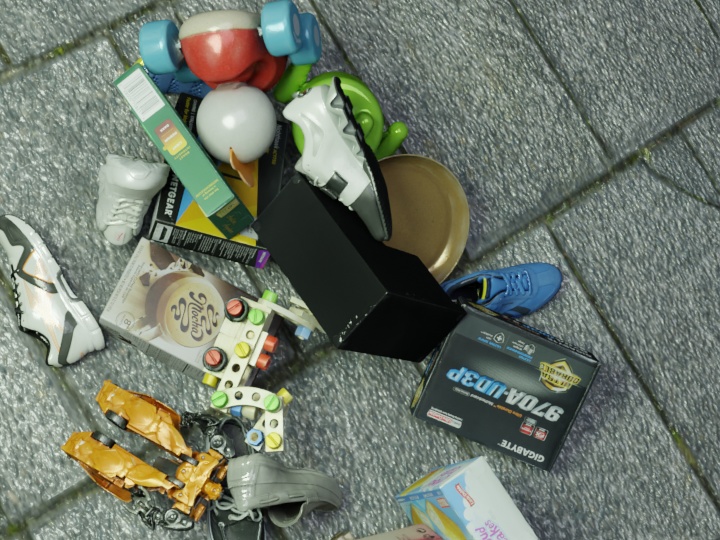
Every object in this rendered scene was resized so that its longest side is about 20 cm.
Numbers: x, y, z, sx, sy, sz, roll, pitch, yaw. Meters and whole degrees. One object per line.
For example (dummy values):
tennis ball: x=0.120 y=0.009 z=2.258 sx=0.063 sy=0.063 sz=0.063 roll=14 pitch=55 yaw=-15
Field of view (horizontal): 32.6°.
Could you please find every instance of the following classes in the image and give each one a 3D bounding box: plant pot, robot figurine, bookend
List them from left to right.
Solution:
robot figurine: x=-0.239 y=0.216 z=1.433 sx=0.198 sy=0.058 sz=0.146 roll=27 pitch=71 yaw=17
robot figurine: x=-0.031 y=-0.189 z=1.557 sx=0.174 sy=0.200 sz=0.116 roll=31 pitch=100 yaw=-9
bookend: x=0.000 y=0.000 z=1.488 sx=0.092 sy=0.198 sz=0.201 roll=-46 pitch=62 yaw=17
plant pot: x=0.045 y=-0.054 z=1.578 sx=0.197 sy=0.027 sz=0.203 roll=-8 pitch=114 yaw=-19

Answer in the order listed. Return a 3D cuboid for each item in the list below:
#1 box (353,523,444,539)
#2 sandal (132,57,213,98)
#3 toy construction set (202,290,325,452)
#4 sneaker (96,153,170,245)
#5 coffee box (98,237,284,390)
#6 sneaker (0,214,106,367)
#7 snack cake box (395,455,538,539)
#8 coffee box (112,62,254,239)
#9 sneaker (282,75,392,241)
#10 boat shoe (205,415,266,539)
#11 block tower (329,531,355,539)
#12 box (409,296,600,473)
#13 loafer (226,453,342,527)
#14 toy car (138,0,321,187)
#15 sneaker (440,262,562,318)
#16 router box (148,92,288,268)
box: x=0.016 y=0.388 z=1.418 sx=0.198 sy=0.109 sz=0.130 roll=-5 pitch=111 yaw=-32
sandal: x=-0.202 y=-0.253 z=1.584 sx=0.198 sy=0.079 sz=0.088 roll=-17 pitch=85 yaw=-16
toy construction set: x=-0.108 y=0.103 z=1.427 sx=0.130 sy=0.092 sz=0.202 roll=21 pitch=64 yaw=13
sneaker: x=-0.274 y=-0.081 z=1.464 sx=0.077 sy=0.200 sz=0.101 roll=9 pitch=84 yaw=-14
coffee box: x=-0.205 y=0.062 z=1.502 sx=0.198 sy=0.080 sz=0.114 roll=27 pitch=71 yaw=-7
sneaker: x=-0.387 y=0.025 z=1.469 sx=0.080 sy=0.074 sz=0.201 roll=-33 pitch=86 yaw=-17
snack cake box: x=0.122 y=0.293 z=1.467 sx=0.067 sy=0.200 sz=0.116 roll=-32 pitch=85 yaw=-18
coffee box: x=-0.204 y=-0.136 z=1.427 sx=0.044 sy=0.123 sz=0.201 roll=-36 pitch=79 yaw=-2
sneaker: x=-0.026 y=-0.118 z=1.441 sx=0.088 sy=0.074 sz=0.202 roll=-21 pitch=104 yaw=13
boat shoe: x=-0.145 y=0.274 z=1.472 sx=0.072 sy=0.068 sz=0.202 roll=1 pitch=76 yaw=-14
block tower: x=-0.076 y=0.387 z=1.471 sx=0.199 sy=0.054 sz=0.058 roll=-32 pitch=87 yaw=-20
box: x=0.182 y=0.145 z=1.566 sx=0.198 sy=0.046 sz=0.161 roll=23 pitch=100 yaw=-8
loafer: x=-0.087 y=0.266 z=1.444 sx=0.199 sy=0.069 sz=0.071 roll=26 pitch=53 yaw=-51
toy car: x=-0.143 y=-0.197 z=1.453 sx=0.182 sy=0.177 sz=0.203 roll=-6 pitch=91 yaw=13
sneaker: x=0.185 y=0.028 z=1.615 sx=0.197 sy=0.078 sz=0.067 roll=-13 pitch=78 yaw=-18
router box: x=-0.174 y=-0.113 z=1.535 sx=0.147 sy=0.051 sz=0.202 roll=14 pitch=55 yaw=-15
